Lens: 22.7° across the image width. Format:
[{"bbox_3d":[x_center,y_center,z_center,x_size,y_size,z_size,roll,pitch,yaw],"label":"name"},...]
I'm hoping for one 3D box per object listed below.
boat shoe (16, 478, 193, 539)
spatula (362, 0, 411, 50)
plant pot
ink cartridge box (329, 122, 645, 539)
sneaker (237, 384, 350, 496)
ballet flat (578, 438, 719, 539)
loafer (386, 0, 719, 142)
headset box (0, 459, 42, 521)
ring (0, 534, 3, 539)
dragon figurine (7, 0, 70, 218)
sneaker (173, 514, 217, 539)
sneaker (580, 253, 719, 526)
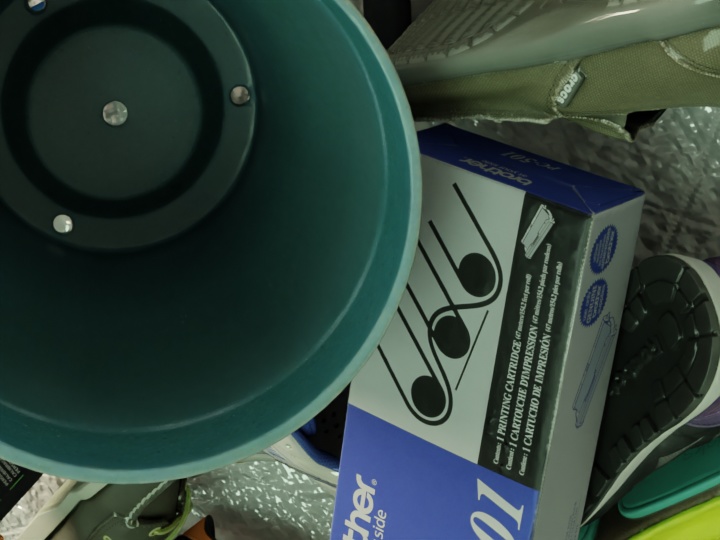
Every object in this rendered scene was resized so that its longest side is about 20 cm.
[{"bbox_3d":[-0.122,0.121,0.955,0.060,0.072,0.202,44,143,-4],"label":"boat shoe"},{"bbox_3d":[0.010,-0.155,0.677,0.056,0.021,0.201,18,133,19],"label":"spatula"},{"bbox_3d":[-0.093,-0.045,0.690,0.199,0.188,0.201,-3,105,-10],"label":"plant pot"},{"bbox_3d":[0.044,0.053,0.695,0.094,0.044,0.201,22,116,32],"label":"ink cartridge box"},{"bbox_3d":[-0.036,0.054,0.822,0.199,0.076,0.088,18,160,13],"label":"sneaker"},{"bbox_3d":[0.124,0.111,0.790,0.067,0.067,0.200,40,138,-26],"label":"ballet flat"},{"bbox_3d":[0.080,-0.074,0.644,0.200,0.075,0.070,-1,130,53],"label":"loafer"},{"bbox_3d":[-0.242,0.055,0.889,0.093,0.200,0.174,-22,109,43],"label":"headset box"},{"bbox_3d":[-0.146,0.200,0.992,0.200,0.019,0.200,34,180,0],"label":"ring"},{"bbox_3d":[-0.145,-0.085,0.811,0.099,0.059,0.200,-25,107,44],"label":"dragon figurine"},{"bbox_3d":[-0.026,0.191,0.931,0.199,0.090,0.070,22,143,19],"label":"sneaker"},{"bbox_3d":[0.122,0.056,0.728,0.200,0.087,0.076,-45,56,56],"label":"sneaker"}]
